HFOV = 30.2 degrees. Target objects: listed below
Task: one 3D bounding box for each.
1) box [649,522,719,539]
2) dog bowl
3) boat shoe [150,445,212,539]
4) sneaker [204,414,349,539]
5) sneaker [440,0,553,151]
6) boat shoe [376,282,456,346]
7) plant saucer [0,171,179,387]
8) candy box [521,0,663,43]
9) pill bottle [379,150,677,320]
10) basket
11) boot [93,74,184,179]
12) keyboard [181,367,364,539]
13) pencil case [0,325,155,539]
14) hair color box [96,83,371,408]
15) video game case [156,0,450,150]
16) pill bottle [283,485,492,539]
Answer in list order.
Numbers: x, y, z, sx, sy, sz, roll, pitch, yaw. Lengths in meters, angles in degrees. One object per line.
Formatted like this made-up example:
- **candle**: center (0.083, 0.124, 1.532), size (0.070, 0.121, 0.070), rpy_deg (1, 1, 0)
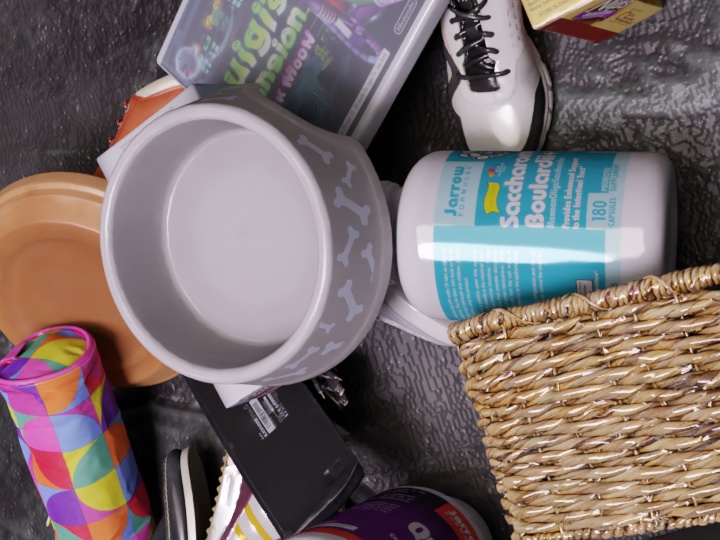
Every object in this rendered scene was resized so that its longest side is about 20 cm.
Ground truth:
- **box**: center (0.163, 0.248, 0.805), size (0.200, 0.199, 0.131), rpy_deg (-22, 83, 28)
- **dog bowl**: center (-0.081, -0.019, 0.848), size (0.200, 0.059, 0.200), rpy_deg (5, 100, 29)
- **boat shoe**: center (-0.148, 0.236, 1.038), size (0.068, 0.072, 0.200), rpy_deg (1, 97, 4)
- **sneaker**: center (-0.061, 0.199, 0.994), size (0.090, 0.075, 0.200), rpy_deg (14, 102, 32)
- **sneaker**: center (0.078, -0.160, 0.884), size (0.074, 0.080, 0.200), rpy_deg (-6, 93, 26)
- **boat shoe**: center (0.000, 0.000, 0.951), size (0.200, 0.072, 0.069), rpy_deg (32, 133, 14)
- **plant saucer**: center (-0.209, 0.018, 1.022), size (0.200, 0.037, 0.200), rpy_deg (8, 129, 11)
- **candy box**: center (0.112, -0.246, 0.836), size (0.056, 0.117, 0.200), rpy_deg (-24, 82, 28)
- **pill bottle**: center (0.097, -0.021, 0.850), size (0.200, 0.111, 0.111), rpy_deg (2, 95, 17)
- **basket**: center (0.179, 0.068, 0.807), size (0.200, 0.143, 0.149), rpy_deg (-16, 93, 32)
- **boot**: center (-0.171, -0.082, 1.037), size (0.200, 0.075, 0.107), rpy_deg (-25, 74, 25)
- **keyboard**: center (-0.052, 0.102, 0.963), size (0.104, 0.040, 0.200), rpy_deg (-43, 48, 5)
- **pencil case**: center (-0.223, 0.142, 1.035), size (0.088, 0.088, 0.200), rpy_deg (8, 122, 28)
- **hair color box**: center (-0.088, -0.019, 0.921), size (0.099, 0.061, 0.200), rpy_deg (-32, 81, 27)
- **video game case**: center (-0.042, -0.172, 0.912), size (0.182, 0.023, 0.200), rpy_deg (43, 123, 21)
- **pill bottle**: center (0.016, 0.208, 0.881), size (0.112, 0.200, 0.113), rpy_deg (3, 96, 28)
